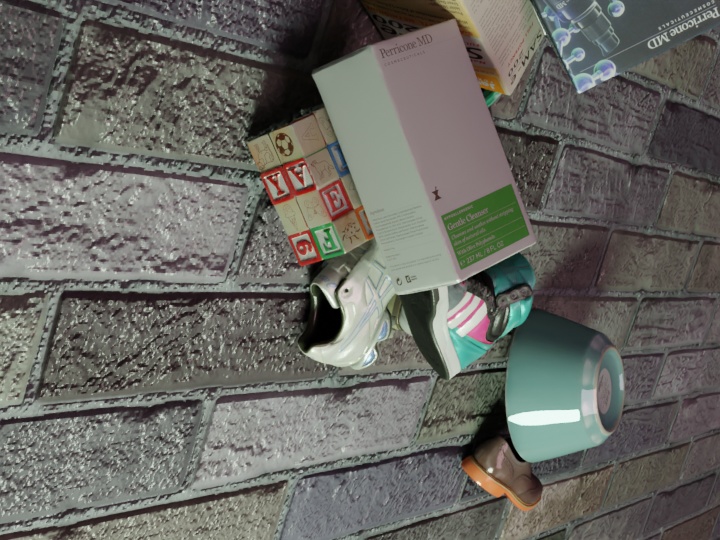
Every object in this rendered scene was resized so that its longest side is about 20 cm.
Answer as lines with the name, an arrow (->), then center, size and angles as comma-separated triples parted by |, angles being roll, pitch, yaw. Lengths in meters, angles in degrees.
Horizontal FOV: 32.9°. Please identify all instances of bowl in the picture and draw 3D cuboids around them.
bowl -> 0.273, 0.150, 1.569 | 0.201, 0.105, 0.201 | 0, 90, -60

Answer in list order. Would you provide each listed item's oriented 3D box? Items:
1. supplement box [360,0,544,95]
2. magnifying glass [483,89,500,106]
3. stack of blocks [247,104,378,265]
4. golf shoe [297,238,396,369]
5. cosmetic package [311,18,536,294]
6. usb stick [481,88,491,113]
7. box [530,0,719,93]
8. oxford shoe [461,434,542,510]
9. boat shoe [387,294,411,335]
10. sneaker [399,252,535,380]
supplement box -> 0.065, -0.244, 1.047 | 0.074, 0.126, 0.200 | -61, 147, -12
magnifying glass -> 0.091, -0.148, 1.200 | 0.200, 0.022, 0.080 | -50, 159, 2
stack of blocks -> 0.008, -0.097, 1.069 | 0.200, 0.059, 0.115 | -31, 101, -44
golf shoe -> 0.000, 0.000, 1.156 | 0.097, 0.078, 0.200 | 4, 105, -51
cosmetic package -> 0.053, -0.093, 1.008 | 0.108, 0.085, 0.200 | -27, 99, -38
usb stick -> 0.126, -0.104, 1.313 | 0.055, 0.033, 0.200 | -43, 141, -32
box -> 0.209, -0.285, 1.066 | 0.200, 0.148, 0.107 | 58, 13, -24
oxford shoe -> 0.207, 0.265, 1.615 | 0.073, 0.071, 0.200 | -49, 148, 5
boat shoe -> 0.088, -0.023, 1.273 | 0.075, 0.068, 0.200 | -11, 118, -54
sneaker -> 0.104, 0.010, 1.146 | 0.121, 0.084, 0.200 | -34, 144, -14
